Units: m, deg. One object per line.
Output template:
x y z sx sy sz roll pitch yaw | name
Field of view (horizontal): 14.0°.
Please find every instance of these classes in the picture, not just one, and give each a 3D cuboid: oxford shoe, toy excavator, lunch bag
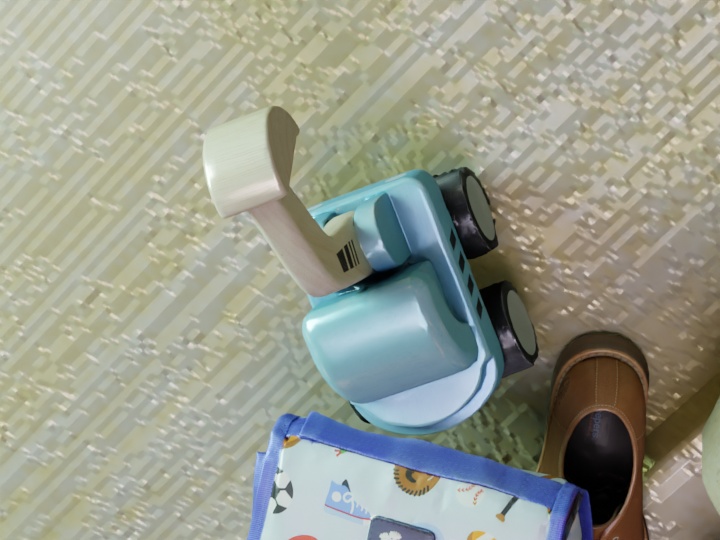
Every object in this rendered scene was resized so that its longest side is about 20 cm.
0.121 0.137 1.580 0.071 0.071 0.201 1 121 5 | oxford shoe
0.000 0.000 1.445 0.100 0.200 0.195 -19 99 17 | toy excavator
0.031 0.167 1.536 0.169 0.124 0.201 14 136 14 | lunch bag

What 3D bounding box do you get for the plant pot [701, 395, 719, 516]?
0.264 0.057 1.461 0.200 0.201 0.184 24 131 -7 | plant pot
